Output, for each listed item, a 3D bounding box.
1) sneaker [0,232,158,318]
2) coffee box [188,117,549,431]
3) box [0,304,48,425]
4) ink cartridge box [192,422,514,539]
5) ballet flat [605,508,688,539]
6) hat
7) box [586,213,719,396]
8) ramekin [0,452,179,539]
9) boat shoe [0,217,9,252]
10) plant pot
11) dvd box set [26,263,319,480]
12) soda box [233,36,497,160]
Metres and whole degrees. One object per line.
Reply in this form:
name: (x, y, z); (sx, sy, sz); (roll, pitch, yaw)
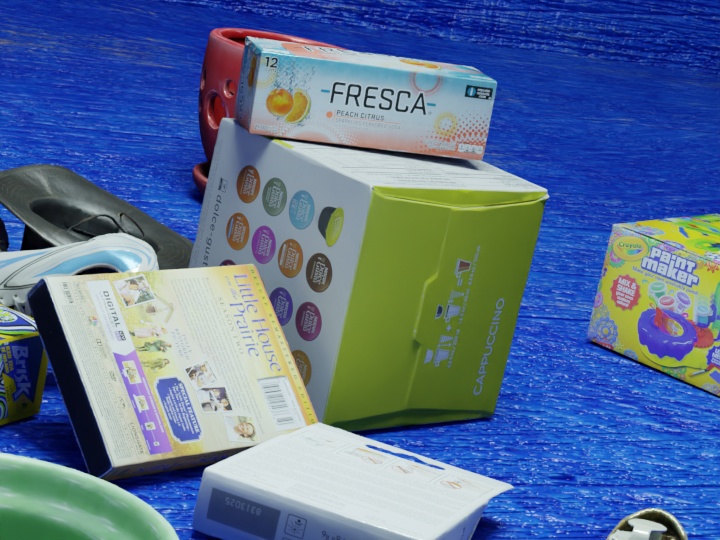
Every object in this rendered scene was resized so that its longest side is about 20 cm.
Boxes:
sneaker: (-0.247, 0.024, 1.460); (0.199, 0.072, 0.073); (-15, 29, 8)
coffee box: (0.000, 0.000, 1.582); (0.199, 0.201, 0.197); (0, 19, -43)
box: (-0.320, 0.045, 1.420); (0.199, 0.071, 0.064); (20, 17, 28)
ink cartridge box: (-0.001, 0.159, 1.319); (0.161, 0.050, 0.200); (16, 8, 19)
ballet flat: (0.170, 0.199, 1.238); (0.070, 0.071, 0.200); (16, 15, 15)
hat: (-0.239, -0.013, 1.685); (0.200, 0.081, 0.201); (23, 19, -8)
box: (0.361, 0.034, 1.886); (0.199, 0.123, 0.192); (24, 19, 38)
ramekin: (-0.195, 0.173, 0.990); (0.199, 0.098, 0.200); (11, 14, -3)
boat shoe: (-0.327, -0.005, 1.632); (0.065, 0.072, 0.200); (48, 4, 0)
plant pot: (-0.082, -0.156, 2.130); (0.199, 0.184, 0.201); (10, 15, -3)
dvd box set: (-0.129, 0.068, 1.392); (0.199, 0.029, 0.147); (-5, 65, -46)
soda box: (0.003, -0.136, 1.554); (0.199, 0.069, 0.064); (6, 15, -18)
